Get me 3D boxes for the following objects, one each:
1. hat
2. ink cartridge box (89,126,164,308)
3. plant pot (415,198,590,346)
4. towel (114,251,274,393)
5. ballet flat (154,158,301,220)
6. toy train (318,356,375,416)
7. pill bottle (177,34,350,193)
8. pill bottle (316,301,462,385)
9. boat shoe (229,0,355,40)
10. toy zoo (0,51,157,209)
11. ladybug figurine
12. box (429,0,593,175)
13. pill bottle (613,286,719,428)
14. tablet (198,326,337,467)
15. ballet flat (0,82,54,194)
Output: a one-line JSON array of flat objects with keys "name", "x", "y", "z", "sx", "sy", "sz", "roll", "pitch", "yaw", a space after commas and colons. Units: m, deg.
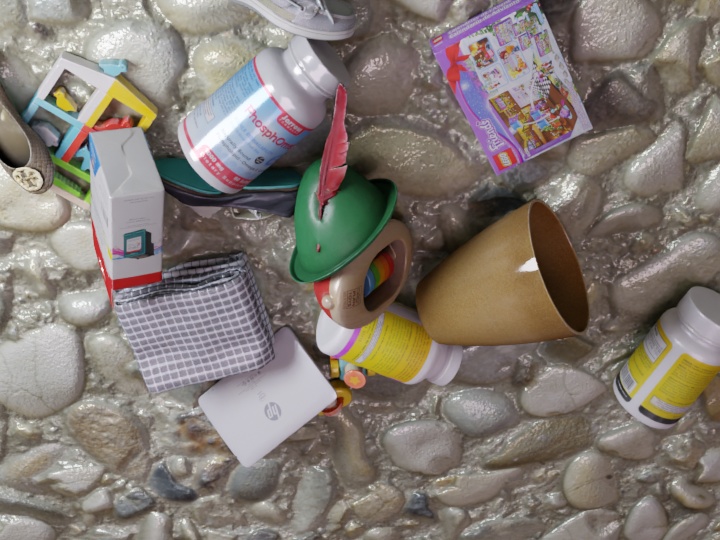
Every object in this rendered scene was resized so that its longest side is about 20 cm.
[{"name": "hat", "x": -0.063, "y": -0.113, "z": 1.258, "sx": 0.200, "sy": 0.166, "sz": 0.176, "roll": -43, "pitch": 118, "yaw": 2}, {"name": "ink cartridge box", "x": -0.288, "y": -0.061, "z": 1.272, "sx": 0.067, "sy": 0.117, "sz": 0.201, "roll": -10, "pitch": 141, "yaw": -21}, {"name": "plant pot", "x": 0.180, "y": 0.025, "z": 1.395, "sx": 0.199, "sy": 0.188, "sz": 0.187, "roll": -20, "pitch": 129, "yaw": 26}, {"name": "towel", "x": -0.230, "y": 0.075, "z": 1.424, "sx": 0.198, "sy": 0.086, "sz": 0.167, "roll": -14, "pitch": 128, "yaw": 4}, {"name": "ballet flat", "x": -0.170, "y": -0.096, "z": 1.309, "sx": 0.198, "sy": 0.073, "sz": 0.074, "roll": 3, "pitch": 128, "yaw": -13}, {"name": "toy train", "x": -0.065, "y": 0.164, "z": 1.533, "sx": 0.150, "sy": 0.056, "sz": 0.200, "roll": 31, "pitch": 119, "yaw": -27}, {"name": "pill bottle", "x": -0.112, "y": -0.189, "z": 1.215, "sx": 0.199, "sy": 0.109, "sz": 0.109, "roll": -37, "pitch": 124, "yaw": 20}, {"name": "pill bottle", "x": 0.044, "y": 0.098, "z": 1.463, "sx": 0.199, "sy": 0.105, "sz": 0.105, "roll": 23, "pitch": 122, "yaw": -22}, {"name": "boat shoe", "x": -0.090, "y": -0.317, "z": 1.142, "sx": 0.200, "sy": 0.075, "sz": 0.065, "roll": 23, "pitch": 127, "yaw": -15}, {"name": "toy zoo", "x": -0.337, "y": -0.176, "z": 1.253, "sx": 0.131, "sy": 0.021, "sz": 0.200, "roll": 30, "pitch": 119, "yaw": -27}, {"name": "ladybug figurine", "x": 0.000, "y": 0.000, "z": 1.348, "sx": 0.071, "sy": 0.200, "sz": 0.137, "roll": 16, "pitch": 117, "yaw": 26}, {"name": "box", "x": 0.187, "y": -0.227, "z": 1.268, "sx": 0.136, "sy": 0.039, "sz": 0.201, "roll": -25, "pitch": 127, "yaw": 12}, {"name": "pill bottle", "x": 0.474, "y": 0.129, "z": 1.537, "sx": 0.113, "sy": 0.115, "sz": 0.201, "roll": 16, "pitch": 125, "yaw": -18}, {"name": "tablet", "x": -0.139, "y": 0.189, "z": 1.523, "sx": 0.200, "sy": 0.014, "sz": 0.131, "roll": -40, "pitch": 84, "yaw": 23}, {"name": "ballet flat", "x": -0.421, "y": -0.173, "z": 1.206, "sx": 0.067, "sy": 0.047, "sz": 0.201, "roll": -12, "pitch": 119, "yaw": 14}]
